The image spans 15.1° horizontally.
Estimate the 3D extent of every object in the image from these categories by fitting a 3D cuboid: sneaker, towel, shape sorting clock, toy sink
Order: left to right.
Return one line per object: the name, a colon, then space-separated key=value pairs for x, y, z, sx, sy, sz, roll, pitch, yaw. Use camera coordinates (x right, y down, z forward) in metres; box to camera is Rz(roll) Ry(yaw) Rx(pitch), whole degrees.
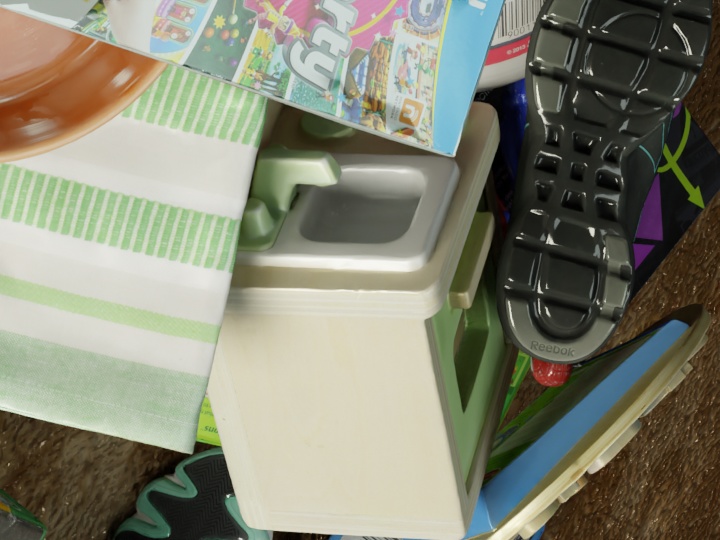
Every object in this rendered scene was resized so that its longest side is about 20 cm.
towel: x=-0.117 y=-0.042 z=1.062 sx=0.023 sy=0.152 sz=0.201 roll=-178 pitch=-79 yaw=-83
sneaker: x=-0.078 y=0.176 z=1.423 sx=0.200 sy=0.078 sz=0.140 roll=-56 pitch=152 yaw=14
toy sink: x=0.000 y=0.000 z=1.171 sx=0.131 sy=0.112 sz=0.200 roll=-70 pitch=155 yaw=-47
shape sorting clock: x=0.091 y=0.088 z=1.280 sx=0.200 sy=0.039 sz=0.200 roll=-39 pitch=-179 yaw=1
sneaker: x=0.099 y=-0.062 z=1.192 sx=0.079 sy=0.075 sz=0.201 roll=-86 pitch=-168 yaw=-81

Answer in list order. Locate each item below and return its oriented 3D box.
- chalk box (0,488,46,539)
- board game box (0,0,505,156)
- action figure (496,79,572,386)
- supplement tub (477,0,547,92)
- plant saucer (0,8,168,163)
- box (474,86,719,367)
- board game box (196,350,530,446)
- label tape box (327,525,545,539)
chalk box: x=-0.226 y=0.113 z=1.110 sx=0.125 sy=0.124 sz=0.200 roll=-55 pitch=150 yaw=-3
board game box: x=-0.037 y=-0.142 z=1.006 sx=0.199 sy=0.064 sz=0.148 roll=16 pitch=93 yaw=-30
action figure: x=0.087 y=-0.045 z=1.282 sx=0.065 sy=0.052 sz=0.201 roll=2 pitch=81 yaw=-29
supplement tub: x=0.033 y=-0.188 z=1.168 sx=0.140 sy=0.140 sz=0.200 roll=-37 pitch=144 yaw=-28
plant saucer: x=-0.145 y=-0.140 z=1.002 sx=0.200 sy=0.032 sz=0.201 roll=-6 pitch=102 yaw=-28
box: x=0.083 y=-0.072 z=1.331 sx=0.200 sy=0.036 sz=0.143 roll=50 pitch=65 yaw=-20
board game box: x=-0.017 y=0.043 z=1.331 sx=0.200 sy=0.048 sz=0.102 roll=16 pitch=107 yaw=-33
label tape box: x=0.031 y=0.181 z=1.571 sx=0.144 sy=0.066 sz=0.200 roll=-56 pitch=163 yaw=0
